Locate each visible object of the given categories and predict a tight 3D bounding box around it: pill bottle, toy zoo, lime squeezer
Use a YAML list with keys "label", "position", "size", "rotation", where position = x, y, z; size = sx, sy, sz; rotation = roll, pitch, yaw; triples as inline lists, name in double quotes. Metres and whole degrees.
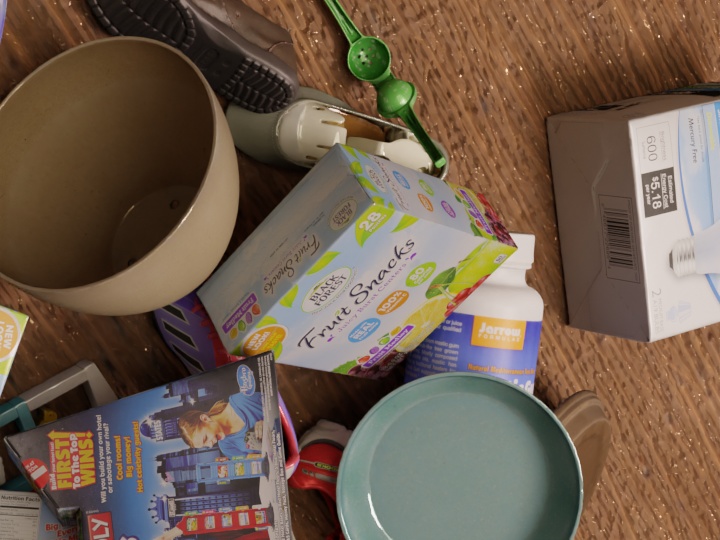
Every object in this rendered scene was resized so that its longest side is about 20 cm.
- label: "pill bottle"
  position: [0.095, 0.065, 1.477]
  size: [0.111, 0.112, 0.203]
  rotation: [4, 95, -32]
- label: "toy zoo"
  position: [-0.240, 0.158, 1.334]
  size: [0.199, 0.020, 0.133]
  rotation: [-28, 110, -25]
- label: "lime squeezer"
  position: [0.019, -0.159, 1.413]
  size: [0.037, 0.071, 0.201]
  rotation: [-29, 75, -12]

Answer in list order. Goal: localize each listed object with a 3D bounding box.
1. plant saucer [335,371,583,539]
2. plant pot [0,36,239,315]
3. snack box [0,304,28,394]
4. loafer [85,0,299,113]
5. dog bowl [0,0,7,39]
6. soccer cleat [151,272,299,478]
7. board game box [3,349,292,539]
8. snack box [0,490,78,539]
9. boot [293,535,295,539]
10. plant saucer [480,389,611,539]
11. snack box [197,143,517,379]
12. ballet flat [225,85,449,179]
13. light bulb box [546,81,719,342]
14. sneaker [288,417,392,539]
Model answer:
- label: "plant saucer"
  position: [0.079, 0.175, 1.413]
  size: [0.197, 0.036, 0.203]
  rotation: [0, 103, 2]
- label: "plant pot"
  position: [-0.167, -0.047, 1.273]
  size: [0.201, 0.199, 0.135]
  rotation: [-57, 148, -12]
- label: "snack box"
  position: [-0.354, 0.074, 1.215]
  size: [0.198, 0.068, 0.171]
  rotation: [21, 85, -25]
- label: "loafer"
  position: [-0.130, -0.196, 1.340]
  size: [0.199, 0.073, 0.072]
  rotation: [35, 44, -29]
- label: "dog bowl"
  position: [-0.303, -0.189, 1.147]
  size: [0.078, 0.199, 0.203]
  rotation: [3, 95, -34]
- label: "soccer cleat"
  position: [-0.101, 0.072, 1.357]
  size: [0.068, 0.073, 0.202]
  rotation: [-25, 89, -23]
- label: "board game box"
  position: [-0.150, 0.167, 1.249]
  size: [0.197, 0.062, 0.202]
  rotation: [-4, 71, -7]
- label: "snack box"
  position: [-0.201, 0.201, 1.276]
  size: [0.197, 0.024, 0.073]
  rotation: [5, 69, -6]
- label: "boot"
  position: [-0.090, 0.201, 1.414]
  size: [0.073, 0.075, 0.202]
  rotation: [-20, 89, -18]
- label: "plant saucer"
  position: [0.162, 0.198, 1.520]
  size: [0.200, 0.029, 0.201]
  rotation: [-45, 151, -32]
- label: "snack box"
  position: [0.000, 0.000, 1.351]
  size: [0.169, 0.068, 0.199]
  rotation: [-45, 147, 22]
- label: "ballet flat"
  position: [-0.013, -0.107, 1.416]
  size: [0.198, 0.063, 0.068]
  rotation: [13, 89, -32]
- label: "light bulb box"
  position: [0.288, -0.058, 1.573]
  size: [0.198, 0.124, 0.201]
  rotation: [-15, 103, -28]
- label: "sneaker"
  position: [0.012, 0.210, 1.475]
  size: [0.200, 0.077, 0.085]
  rotation: [44, 79, -17]
